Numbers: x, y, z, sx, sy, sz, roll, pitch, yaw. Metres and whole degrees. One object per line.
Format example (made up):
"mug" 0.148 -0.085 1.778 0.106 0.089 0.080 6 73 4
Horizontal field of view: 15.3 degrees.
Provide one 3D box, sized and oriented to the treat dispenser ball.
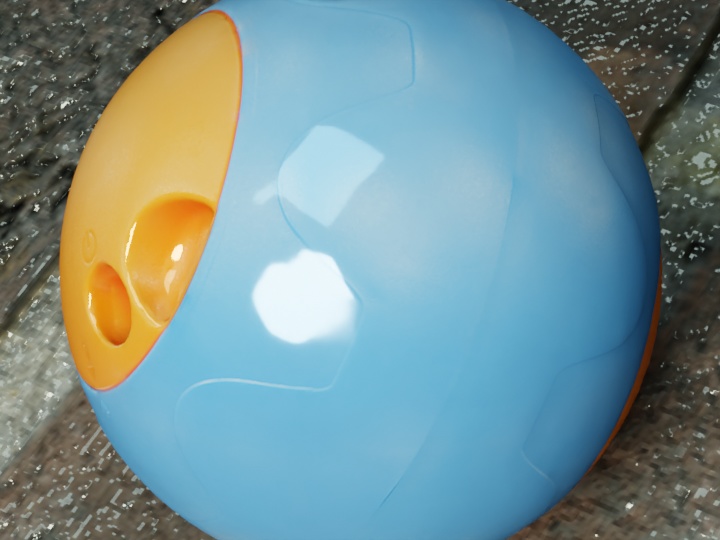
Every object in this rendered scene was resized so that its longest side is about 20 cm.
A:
"treat dispenser ball" 0.000 0.000 0.885 0.200 0.201 0.201 -10 50 13
